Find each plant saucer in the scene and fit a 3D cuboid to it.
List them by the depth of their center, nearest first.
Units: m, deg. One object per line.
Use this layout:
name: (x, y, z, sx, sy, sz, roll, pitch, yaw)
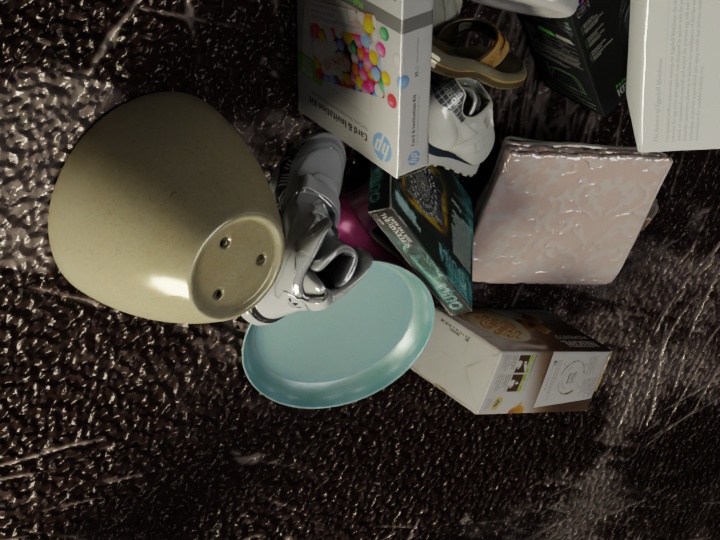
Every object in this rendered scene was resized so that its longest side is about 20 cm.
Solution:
plant saucer: (-0.024, 0.058, 1.707, 0.198, 0.028, 0.201, -12, 134, -12)

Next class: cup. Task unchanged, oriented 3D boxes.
cup: (-0.146, -0.035, 1.481, 0.199, 0.143, 0.202, -25, 131, -32)

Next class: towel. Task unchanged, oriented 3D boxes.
towel: (0.210, -0.059, 1.828, 0.198, 0.032, 0.192, 2, 133, -21)

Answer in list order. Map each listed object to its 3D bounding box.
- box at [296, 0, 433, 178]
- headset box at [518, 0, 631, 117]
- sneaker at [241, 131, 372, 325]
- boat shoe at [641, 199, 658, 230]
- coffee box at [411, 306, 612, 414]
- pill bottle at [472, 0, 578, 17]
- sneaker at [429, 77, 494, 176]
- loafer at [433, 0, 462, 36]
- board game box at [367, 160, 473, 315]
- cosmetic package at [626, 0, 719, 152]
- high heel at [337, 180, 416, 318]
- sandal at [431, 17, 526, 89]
box: (0.002, -0.204, 1.506, 0.041, 0.156, 0.201, -23, 131, -29)
headset box: (0.248, -0.293, 1.741, 0.174, 0.093, 0.201, -44, 138, -15)
sneaker: (-0.035, -0.041, 1.568, 0.075, 0.114, 0.201, 41, 61, -35)
boat shoe: (0.233, -0.094, 1.878, 0.199, 0.074, 0.075, 17, 129, -32)
coffee box: (0.168, 0.099, 1.907, 0.199, 0.114, 0.080, 3, 113, -45)
pill bottle: (0.163, -0.342, 1.589, 0.112, 0.112, 0.202, 8, 94, -47)
sneaker: (0.099, -0.145, 1.660, 0.081, 0.076, 0.200, -46, 169, 17)
loafer: (0.040, -0.282, 1.558, 0.070, 0.070, 0.200, -51, 141, -19)
board game box: (0.062, -0.063, 1.697, 0.200, 0.028, 0.136, 50, 36, -49)
cosmetic package: (0.361, -0.231, 1.658, 0.198, 0.123, 0.201, -2, 125, 1)
high heel: (0.000, 0.000, 1.723, 0.096, 0.067, 0.201, -30, 129, -13)
sandal: (0.100, -0.209, 1.601, 0.199, 0.080, 0.054, 2, 114, -57)
